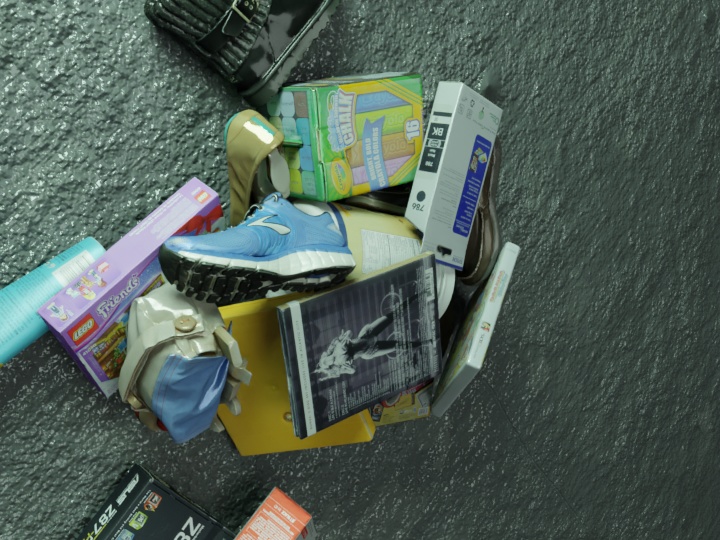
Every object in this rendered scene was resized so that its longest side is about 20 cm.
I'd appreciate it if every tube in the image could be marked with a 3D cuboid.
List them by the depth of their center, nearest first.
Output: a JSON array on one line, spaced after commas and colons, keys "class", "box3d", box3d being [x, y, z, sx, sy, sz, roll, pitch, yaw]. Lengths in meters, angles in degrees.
[{"class": "tube", "box3d": [-0.322, 0.043, 0.730, 0.200, 0.077, 0.051, -39, 155, -28]}]

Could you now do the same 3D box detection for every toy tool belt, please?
[{"class": "toy tool belt", "box3d": [-0.172, 0.115, 0.783, 0.124, 0.122, 0.202, -32, 147, -43]}]

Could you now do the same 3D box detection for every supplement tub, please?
[{"class": "supplement tub", "box3d": [0.000, 0.000, 0.923, 0.198, 0.144, 0.146, 9, 95, -36]}]

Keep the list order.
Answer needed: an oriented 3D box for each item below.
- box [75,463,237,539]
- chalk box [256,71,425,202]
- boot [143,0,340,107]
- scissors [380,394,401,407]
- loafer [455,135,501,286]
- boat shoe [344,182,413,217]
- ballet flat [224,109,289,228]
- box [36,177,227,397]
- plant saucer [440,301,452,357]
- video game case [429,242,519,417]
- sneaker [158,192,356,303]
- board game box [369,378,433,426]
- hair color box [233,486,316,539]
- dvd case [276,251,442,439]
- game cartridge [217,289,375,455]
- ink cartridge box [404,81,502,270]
[{"class": "box", "box3d": [-0.253, 0.340, 0.866, 0.201, 0.049, 0.162, -52, 132, -17]}, {"class": "chalk box", "box3d": [-0.038, -0.150, 0.877, 0.198, 0.124, 0.125, -18, 111, -34]}, {"class": "boot", "box3d": [-0.110, -0.296, 0.810, 0.158, 0.079, 0.213, 41, 70, -34]}, {"class": "scissors", "box3d": [0.025, 0.101, 0.955, 0.073, 0.014, 0.201, -46, 137, -15]}, {"class": "loafer", "box3d": [0.132, -0.080, 1.003, 0.070, 0.073, 0.203, -5, 98, -38]}, {"class": "boat shoe", "box3d": [0.058, -0.099, 1.008, 0.199, 0.071, 0.067, 5, 92, -46]}, {"class": "ballet flat", "box3d": [-0.103, -0.075, 0.809, 0.069, 0.063, 0.201, -52, 161, -30]}, {"class": "box", "box3d": [-0.212, 0.018, 0.787, 0.200, 0.039, 0.137, -46, 155, -24]}, {"class": "plant saucer", "box3d": [0.059, 0.082, 1.077, 0.198, 0.029, 0.203, -10, 107, -37]}, {"class": "video game case", "box3d": [0.149, 0.084, 1.042, 0.023, 0.201, 0.183, 23, 61, 2]}, {"class": "sneaker", "box3d": [-0.102, -0.025, 0.756, 0.198, 0.078, 0.090, -3, 65, -37]}, {"class": "board game box", "box3d": [0.016, 0.134, 1.012, 0.198, 0.034, 0.137, -1, 102, -39]}, {"class": "hair color box", "box3d": [-0.137, 0.368, 0.925, 0.200, 0.064, 0.111, -49, 161, -21]}, {"class": "dvd case", "box3d": [0.006, 0.077, 0.836, 0.198, 0.016, 0.150, -20, 115, -32]}, {"class": "game cartridge", "box3d": [-0.094, 0.121, 0.878, 0.033, 0.174, 0.202, -70, 145, -56]}, {"class": "ink cartridge box", "box3d": [0.105, -0.107, 0.909, 0.099, 0.039, 0.202, 16, 88, -51]}]
